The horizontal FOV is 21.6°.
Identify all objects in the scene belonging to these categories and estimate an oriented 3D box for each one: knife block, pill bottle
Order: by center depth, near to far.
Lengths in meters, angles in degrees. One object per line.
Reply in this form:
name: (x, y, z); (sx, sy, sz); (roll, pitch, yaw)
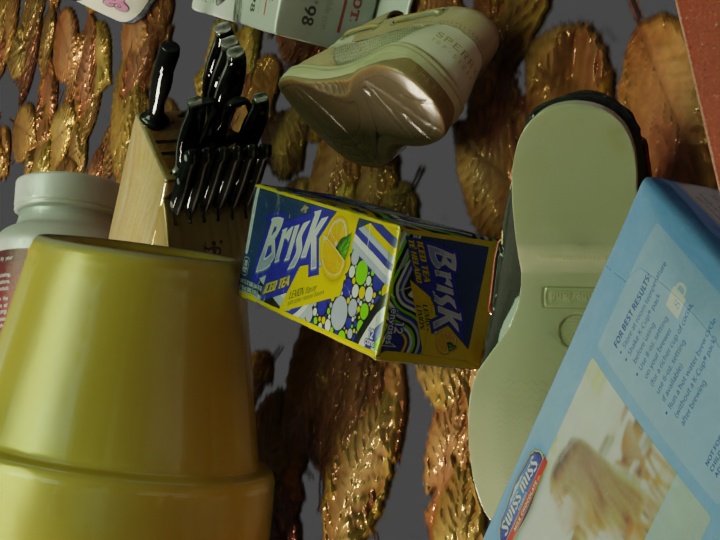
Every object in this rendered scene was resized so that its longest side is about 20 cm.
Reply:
knife block: (-0.120, -0.070, 1.258); (0.200, 0.064, 0.177); (180, 86, -65)
pill bottle: (-0.230, 0.031, 1.440); (0.113, 0.112, 0.201); (-20, 65, 62)

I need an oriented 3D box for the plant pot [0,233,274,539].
plant pot: (-0.144, 0.080, 1.132); (0.201, 0.200, 0.190); (14, 97, 65)

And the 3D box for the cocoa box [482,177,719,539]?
cocoa box: (0.135, 0.092, 0.633); (0.201, 0.131, 0.134); (-69, 28, 24)

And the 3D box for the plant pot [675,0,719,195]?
plant pot: (0.210, -0.084, 0.484); (0.176, 0.199, 0.201); (-36, 49, 41)

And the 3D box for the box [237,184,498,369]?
box: (0.000, 0.000, 1.025); (0.200, 0.064, 0.070); (19, 100, 64)

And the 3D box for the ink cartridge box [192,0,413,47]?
ink cartridge box: (-0.032, -0.200, 1.153); (0.200, 0.066, 0.116); (28, 107, 64)

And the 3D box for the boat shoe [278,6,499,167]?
boat shoe: (0.016, -0.106, 1.038); (0.065, 0.072, 0.200); (-48, 15, -15)

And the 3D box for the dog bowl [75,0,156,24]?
dog bowl: (-0.204, -0.307, 1.544); (0.200, 0.073, 0.201); (-30, 56, 59)

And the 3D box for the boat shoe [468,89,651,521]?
boat shoe: (0.092, 0.021, 0.835); (0.063, 0.073, 0.203); (-44, -40, -72)
